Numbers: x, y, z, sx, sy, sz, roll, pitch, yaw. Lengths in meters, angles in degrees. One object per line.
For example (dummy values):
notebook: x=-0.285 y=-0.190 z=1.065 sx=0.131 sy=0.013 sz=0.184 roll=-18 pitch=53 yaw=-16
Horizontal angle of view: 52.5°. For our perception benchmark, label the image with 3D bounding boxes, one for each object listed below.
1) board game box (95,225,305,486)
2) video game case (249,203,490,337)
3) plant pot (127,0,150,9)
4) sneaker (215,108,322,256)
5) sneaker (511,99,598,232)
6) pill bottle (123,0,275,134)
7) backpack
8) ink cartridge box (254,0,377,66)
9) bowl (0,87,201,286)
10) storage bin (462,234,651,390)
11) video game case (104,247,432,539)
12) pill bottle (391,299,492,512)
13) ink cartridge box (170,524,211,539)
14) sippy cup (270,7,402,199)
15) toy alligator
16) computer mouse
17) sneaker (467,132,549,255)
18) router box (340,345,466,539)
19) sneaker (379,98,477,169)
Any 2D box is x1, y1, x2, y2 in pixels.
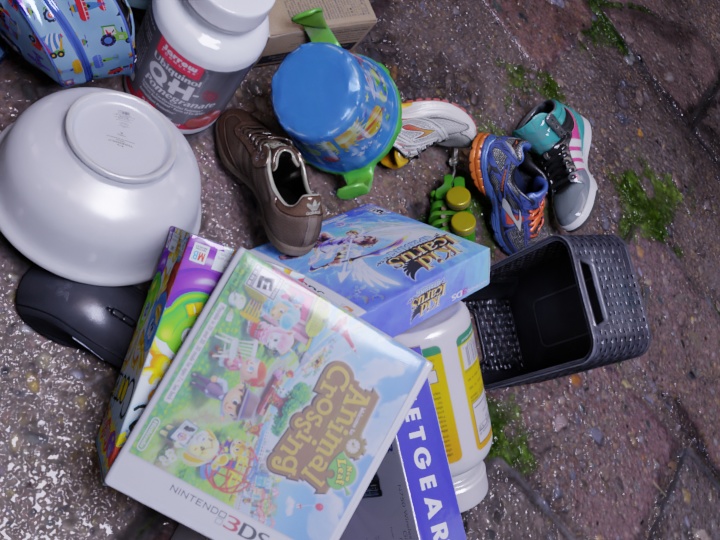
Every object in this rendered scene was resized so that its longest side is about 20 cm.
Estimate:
board game box: x=-0.138 y=0.077 z=0.616 sx=0.104 sy=0.103 sz=0.202 roll=20 pitch=89 yaw=-24
video game case: x=0.000 y=0.000 z=0.738 sx=0.199 sy=0.180 sz=0.046 roll=-25 pitch=126 yaw=-35
plant pot: x=-0.215 y=-0.354 z=0.736 sx=0.198 sy=0.135 sz=0.202 roll=12 pitch=51 yaw=-14
sneaker: x=-0.087 y=-0.111 z=0.746 sx=0.070 sy=0.076 sz=0.201 roll=-12 pitch=56 yaw=-34
sneaker: x=0.265 y=-0.160 z=1.009 sx=0.120 sy=0.083 sz=0.202 roll=26 pitch=53 yaw=-27
pill bottle: x=-0.154 y=-0.224 z=0.702 sx=0.109 sy=0.200 sz=0.112 roll=10 pitch=68 yaw=-27
backpack: x=-0.292 y=-0.246 z=0.641 sx=0.134 sy=0.182 sz=0.201 roll=-39 pitch=99 yaw=-17
ink cartridge box: x=-0.094 y=-0.355 z=0.864 sx=0.163 sy=0.075 sz=0.202 roll=-20 pitch=85 yaw=-34
bowl: x=-0.224 y=-0.094 z=0.655 sx=0.199 sy=0.090 sz=0.203 roll=19 pitch=51 yaw=-25
storage bin: x=0.210 y=0.051 z=0.829 sx=0.093 sy=0.200 sz=0.137 roll=-1 pitch=73 yaw=-32
video game case: x=-0.066 y=0.115 z=0.563 sx=0.181 sy=0.022 sz=0.202 roll=31 pitch=84 yaw=-10
pill bottle: x=0.073 y=0.138 z=0.742 sx=0.112 sy=0.112 sz=0.203 roll=-25 pitch=109 yaw=-35
ink cartridge box: x=-0.104 y=0.179 z=0.652 sx=0.037 sy=0.094 sz=0.201 roll=41 pitch=56 yaw=-17
sippy cup: x=-0.031 y=-0.176 z=0.771 sx=0.177 sy=0.130 sz=0.140 roll=40 pitch=99 yaw=9
toy alligator: x=0.108 y=-0.079 z=0.907 sx=0.053 sy=0.060 sz=0.202 roll=-7 pitch=55 yaw=2
computer mouse: x=-0.200 y=0.029 z=0.676 sx=0.199 sy=0.046 sz=0.141 roll=36 pitch=59 yaw=-16
sneaker: x=0.205 y=-0.086 z=0.929 sx=0.076 sy=0.078 sz=0.201 roll=-56 pitch=128 yaw=-29
router box: x=0.010 y=0.186 z=0.670 sx=0.048 sy=0.179 sz=0.203 roll=-5 pitch=75 yaw=-33
sneaker: x=0.054 y=-0.160 z=0.894 sx=0.197 sy=0.078 sz=0.083 roll=-3 pitch=78 yaw=-23
